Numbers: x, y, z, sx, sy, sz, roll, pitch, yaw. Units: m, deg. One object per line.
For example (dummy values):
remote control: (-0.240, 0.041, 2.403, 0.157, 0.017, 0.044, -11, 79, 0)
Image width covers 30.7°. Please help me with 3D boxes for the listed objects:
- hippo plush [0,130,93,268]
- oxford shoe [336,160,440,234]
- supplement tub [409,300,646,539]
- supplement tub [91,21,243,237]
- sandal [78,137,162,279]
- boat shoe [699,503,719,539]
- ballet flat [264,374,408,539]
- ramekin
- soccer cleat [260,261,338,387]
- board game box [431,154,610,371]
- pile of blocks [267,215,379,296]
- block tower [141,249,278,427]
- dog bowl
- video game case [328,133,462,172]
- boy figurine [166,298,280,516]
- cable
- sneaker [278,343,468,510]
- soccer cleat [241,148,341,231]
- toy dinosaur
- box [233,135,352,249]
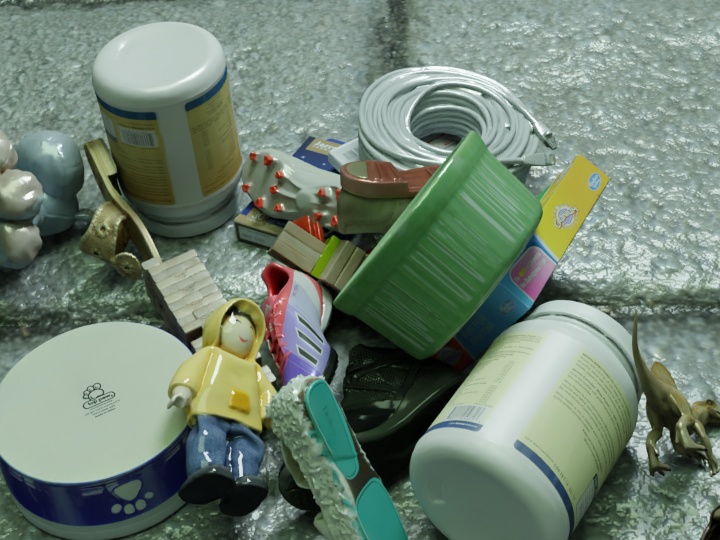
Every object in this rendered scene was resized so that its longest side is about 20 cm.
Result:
hippo plush: (-0.356, -0.066, 1.414, 0.159, 0.202, 0.160, 28, 29, 32)
oxford shoe: (0.069, -0.062, 1.315, 0.198, 0.074, 0.071, 6, 25, -14)
supplement tub: (0.147, 0.134, 1.109, 0.144, 0.146, 0.200, 20, 48, 27)
supplement tub: (-0.205, -0.152, 1.434, 0.143, 0.201, 0.145, -3, 42, 3)
sandal: (-0.270, -0.043, 1.393, 0.069, 0.078, 0.213, -22, 64, -16)
boat shoe: (0.311, 0.216, 1.051, 0.199, 0.072, 0.072, -36, 49, -28)
ballet flat: (-0.019, 0.180, 1.090, 0.071, 0.201, 0.072, -24, 5, 2)
ramekin: (0.074, -0.017, 1.173, 0.097, 0.200, 0.200, 39, 52, -1)
soccer cleat: (-0.066, 0.063, 1.244, 0.068, 0.073, 0.201, -46, 22, 23)
board game box: (0.149, -0.003, 1.259, 0.040, 0.153, 0.200, 39, 50, -1)
pile of blocks: (0.000, 0.000, 1.317, 0.199, 0.082, 0.062, 30, 82, 17)
block tower: (-0.144, 0.066, 1.267, 0.057, 0.054, 0.200, -25, 56, -20)
dog bowl: (-0.235, 0.143, 1.203, 0.198, 0.079, 0.201, -4, 42, 3)
video game case: (0.079, -0.096, 1.440, 0.142, 0.018, 0.200, -28, 55, -28)
boy figurine: (-0.110, 0.114, 1.148, 0.124, 0.064, 0.201, 24, 45, -24)
cable: (0.093, -0.143, 1.427, 0.198, 0.070, 0.201, -14, 49, -16)
sneaker: (-0.003, 0.137, 1.185, 0.199, 0.077, 0.114, -34, 37, -19)
soccer cleat: (-0.051, -0.080, 1.398, 0.077, 0.070, 0.199, 4, 15, -45)
toy dinosaur: (0.261, 0.118, 1.119, 0.058, 0.200, 0.102, -24, 50, 27)
box: (-0.039, -0.091, 1.471, 0.120, 0.033, 0.200, 17, 46, 24)
